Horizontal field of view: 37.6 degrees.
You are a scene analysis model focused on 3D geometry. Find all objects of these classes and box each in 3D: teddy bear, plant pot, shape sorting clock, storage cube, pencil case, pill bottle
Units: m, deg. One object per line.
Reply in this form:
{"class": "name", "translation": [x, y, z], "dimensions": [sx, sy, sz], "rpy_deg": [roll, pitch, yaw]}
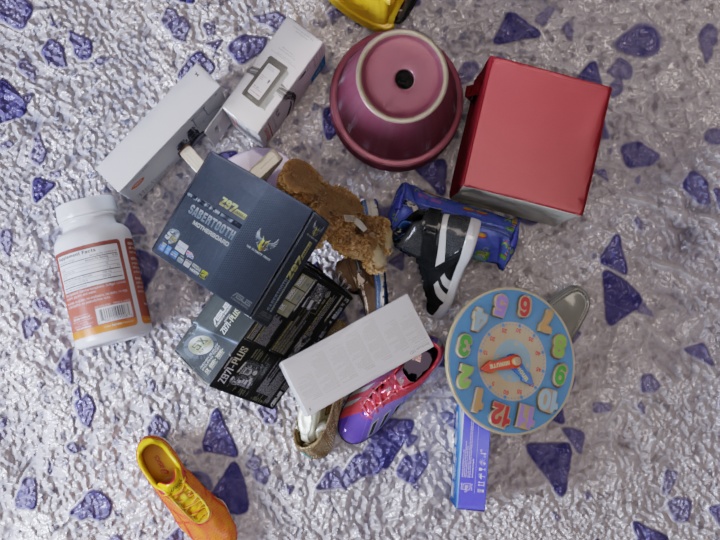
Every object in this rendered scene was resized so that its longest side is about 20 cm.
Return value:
{"class": "teddy bear", "translation": [-0.037, -0.068, 1.447], "dimensions": [0.198, 0.067, 0.147], "rpy_deg": [24, 46, -22]}
{"class": "plant pot", "translation": [0.053, -0.252, 1.486], "dimensions": [0.196, 0.179, 0.204], "rpy_deg": [0, 85, -1]}
{"class": "shape sorting clock", "translation": [0.208, 0.124, 1.447], "dimensions": [0.197, 0.039, 0.204], "rpy_deg": [1, 86, -19]}
{"class": "storage cube", "translation": [0.231, -0.176, 1.490], "dimensions": [0.197, 0.171, 0.183], "rpy_deg": [13, 87, -1]}
{"class": "pencil case", "translation": [0.133, -0.065, 1.522], "dimensions": [0.197, 0.087, 0.079], "rpy_deg": [18, 82, -1]}
{"class": "pill bottle", "translation": [-0.368, 0.002, 1.491], "dimensions": [0.110, 0.112, 0.203], "rpy_deg": [-13, 86, -2]}

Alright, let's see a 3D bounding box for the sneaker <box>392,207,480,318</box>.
{"class": "sneaker", "translation": [0.092, -0.019, 1.477], "dimensions": [0.110, 0.201, 0.074], "rpy_deg": [18, 50, 1]}

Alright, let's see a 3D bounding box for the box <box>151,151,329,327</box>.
{"class": "box", "translation": [-0.158, -0.044, 1.374], "dimensions": [0.199, 0.051, 0.159], "rpy_deg": [31, 87, 30]}

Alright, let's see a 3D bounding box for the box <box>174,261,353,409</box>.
{"class": "box", "translation": [-0.130, 0.073, 1.449], "dimensions": [0.086, 0.163, 0.201], "rpy_deg": [38, 94, 33]}

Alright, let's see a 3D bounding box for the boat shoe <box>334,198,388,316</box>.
{"class": "boat shoe", "translation": [0.000, 0.000, 1.528], "dimensions": [0.071, 0.072, 0.203], "rpy_deg": [-6, 77, 3]}

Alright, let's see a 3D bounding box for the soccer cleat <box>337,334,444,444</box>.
{"class": "soccer cleat", "translation": [0.042, 0.168, 1.510], "dimensions": [0.200, 0.073, 0.068], "rpy_deg": [-44, 88, -4]}

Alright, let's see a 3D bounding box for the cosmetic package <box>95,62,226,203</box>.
{"class": "cosmetic package", "translation": [-0.274, -0.189, 1.486], "dimensions": [0.052, 0.151, 0.200], "rpy_deg": [43, 87, 2]}

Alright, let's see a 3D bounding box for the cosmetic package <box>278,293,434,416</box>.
{"class": "cosmetic package", "translation": [-0.006, 0.116, 1.441], "dimensions": [0.198, 0.051, 0.083], "rpy_deg": [-27, 85, -12]}

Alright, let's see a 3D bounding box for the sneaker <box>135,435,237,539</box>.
{"class": "sneaker", "translation": [-0.252, 0.321, 1.492], "dimensions": [0.073, 0.077, 0.200], "rpy_deg": [-43, 90, -5]}

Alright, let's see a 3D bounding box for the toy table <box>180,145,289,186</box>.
{"class": "toy table", "translation": [-0.179, -0.098, 1.501], "dimensions": [0.183, 0.117, 0.201], "rpy_deg": [36, 87, 1]}

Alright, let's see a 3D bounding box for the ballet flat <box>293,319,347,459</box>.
{"class": "ballet flat", "translation": [-0.055, 0.168, 1.506], "dimensions": [0.070, 0.065, 0.203], "rpy_deg": [4, 84, 30]}

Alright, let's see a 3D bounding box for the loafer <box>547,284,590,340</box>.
{"class": "loafer", "translation": [0.264, 0.106, 1.522], "dimensions": [0.070, 0.070, 0.201], "rpy_deg": [38, 86, 1]}

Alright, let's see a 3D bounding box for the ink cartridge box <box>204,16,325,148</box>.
{"class": "ink cartridge box", "translation": [-0.133, -0.249, 1.511], "dimensions": [0.067, 0.116, 0.201], "rpy_deg": [36, 87, 2]}

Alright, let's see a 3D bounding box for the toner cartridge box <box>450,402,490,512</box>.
{"class": "toner cartridge box", "translation": [0.158, 0.232, 1.500], "dimensions": [0.042, 0.095, 0.204], "rpy_deg": [5, 86, -1]}

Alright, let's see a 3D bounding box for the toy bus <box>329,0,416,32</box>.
{"class": "toy bus", "translation": [0.042, -0.465, 1.494], "dimensions": [0.135, 0.192, 0.202], "rpy_deg": [31, 85, 2]}
